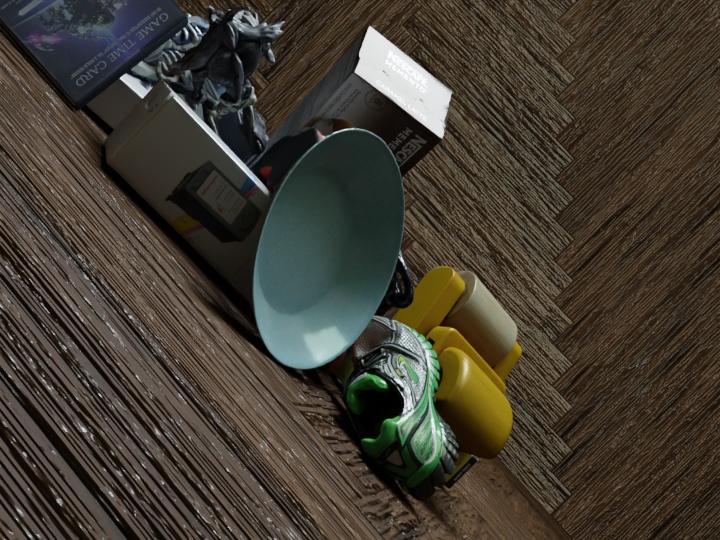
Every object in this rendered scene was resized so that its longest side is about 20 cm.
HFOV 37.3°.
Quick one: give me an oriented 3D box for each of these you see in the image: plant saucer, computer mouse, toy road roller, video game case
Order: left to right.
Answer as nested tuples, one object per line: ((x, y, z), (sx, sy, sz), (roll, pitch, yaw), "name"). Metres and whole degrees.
((-0.283, -0.270, 1.026), (0.200, 0.143, 0.019), (47, -17, 3), "video game case")
((-0.035, -0.021, 0.882), (0.038, 0.203, 0.201), (19, -15, 32), "plant saucer")
((0.000, 0.000, 1.099), (0.200, 0.052, 0.141), (120, -37, -65), "computer mouse")
((0.095, 0.103, 1.032), (0.123, 0.201, 0.145), (46, -21, -25), "toy road roller")

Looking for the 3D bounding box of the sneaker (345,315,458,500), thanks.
((0.025, 0.099, 0.925), (0.085, 0.078, 0.201), (41, 15, -30), "sneaker")

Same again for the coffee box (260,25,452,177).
((-0.011, -0.134, 1.095), (0.114, 0.200, 0.080), (34, 45, -18), "coffee box")

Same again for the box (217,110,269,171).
((-0.117, -0.082, 1.290), (0.197, 0.124, 0.200), (48, 1, 7), "box")

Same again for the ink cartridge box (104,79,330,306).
((-0.133, -0.065, 0.966), (0.200, 0.086, 0.148), (45, -1, -20), "ink cartridge box")

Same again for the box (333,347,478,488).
((0.044, 0.150, 1.149), (0.200, 0.050, 0.075), (46, 1, -31), "box")

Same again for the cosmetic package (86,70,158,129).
((-0.233, -0.173, 1.118), (0.200, 0.050, 0.083), (42, 18, -25), "cosmetic package")

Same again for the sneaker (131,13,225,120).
((-0.200, -0.241, 1.119), (0.199, 0.085, 0.077), (30, 20, -51), "sneaker")

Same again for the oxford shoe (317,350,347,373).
((-0.055, 0.046, 1.036), (0.072, 0.072, 0.200), (26, 3, -18), "oxford shoe")

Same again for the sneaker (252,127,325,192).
((-0.035, -0.070, 0.991), (0.108, 0.067, 0.201), (45, -5, -15), "sneaker")

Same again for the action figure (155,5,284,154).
((-0.136, -0.194, 1.033), (0.102, 0.118, 0.201), (51, -23, 26), "action figure")
